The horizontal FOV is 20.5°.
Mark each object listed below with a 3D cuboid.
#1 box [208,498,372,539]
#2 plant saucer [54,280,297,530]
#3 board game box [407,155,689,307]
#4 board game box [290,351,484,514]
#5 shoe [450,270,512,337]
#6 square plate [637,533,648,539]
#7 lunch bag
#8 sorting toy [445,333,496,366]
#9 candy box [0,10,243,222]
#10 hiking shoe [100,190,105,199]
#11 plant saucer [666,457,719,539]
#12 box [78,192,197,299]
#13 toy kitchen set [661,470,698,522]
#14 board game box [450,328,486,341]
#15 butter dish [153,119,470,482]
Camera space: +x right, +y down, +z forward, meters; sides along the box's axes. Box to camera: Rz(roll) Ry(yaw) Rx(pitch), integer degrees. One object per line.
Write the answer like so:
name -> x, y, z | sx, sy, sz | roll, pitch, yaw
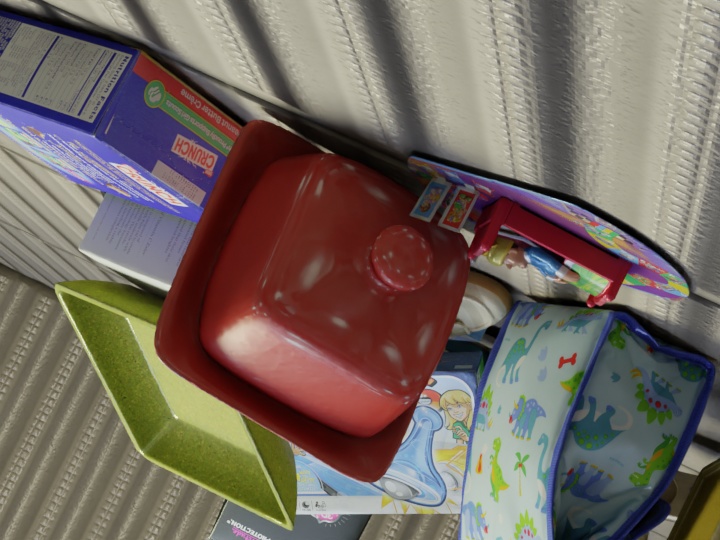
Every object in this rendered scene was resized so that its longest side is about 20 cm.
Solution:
box -> -0.029, 0.151, 1.753 | 0.124, 0.201, 0.149 | 26, -152, -2
plant saucer -> -0.135, 0.094, 1.591 | 0.199, 0.048, 0.201 | 19, 142, 42
board game box -> 0.113, -0.010, 1.277 | 0.199, 0.039, 0.158 | 20, 170, 40
board game box -> 0.008, 0.134, 1.632 | 0.198, 0.136, 0.035 | -3, -155, 14
shoe -> 0.037, 0.043, 1.608 | 0.199, 0.054, 0.070 | -10, 140, 41
square plate -> 0.191, 0.168, 1.618 | 0.028, 0.202, 0.198 | 9, 179, -21
lunch bag -> 0.155, 0.135, 1.489 | 0.127, 0.201, 0.170 | 29, 170, -18
sorting toy -> 0.158, 0.102, 1.841 | 0.199, 0.037, 0.185 | 18, 168, 46
candy box -> -0.188, -0.111, 1.459 | 0.199, 0.077, 0.169 | 21, 169, 40
hiking shoe -> -0.154, -0.025, 1.723 | 0.200, 0.076, 0.101 | 43, 161, 22
plant saucer -> 0.268, 0.207, 1.492 | 0.048, 0.201, 0.200 | 29, 161, 1
box -> -0.100, -0.028, 1.531 | 0.199, 0.125, 0.097 | 20, 170, 41
toy kitchen set -> 0.229, 0.267, 1.776 | 0.179, 0.202, 0.163 | 12, 169, 16
board game box -> 0.000, 0.000, 1.700 | 0.199, 0.037, 0.151 | 28, 171, -16
butter dish -> -0.004, 0.008, 1.317 | 0.199, 0.201, 0.148 | 32, 152, -20
